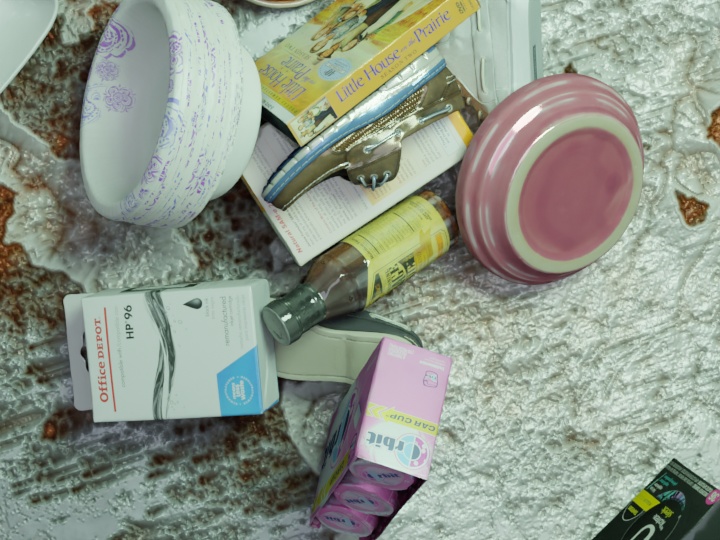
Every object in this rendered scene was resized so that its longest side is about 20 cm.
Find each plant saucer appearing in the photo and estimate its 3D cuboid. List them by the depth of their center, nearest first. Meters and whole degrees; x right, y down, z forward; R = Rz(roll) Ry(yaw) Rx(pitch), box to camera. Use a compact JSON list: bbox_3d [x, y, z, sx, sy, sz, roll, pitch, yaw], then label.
[{"bbox_3d":[0.183,-0.076,1.246,0.199,0.051,0.202,-12,116,-24],"label":"plant saucer"}]

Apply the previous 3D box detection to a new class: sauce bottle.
[{"bbox_3d":[0.000,0.000,1.239,0.200,0.066,0.066,-34,97,-23],"label":"sauce bottle"}]

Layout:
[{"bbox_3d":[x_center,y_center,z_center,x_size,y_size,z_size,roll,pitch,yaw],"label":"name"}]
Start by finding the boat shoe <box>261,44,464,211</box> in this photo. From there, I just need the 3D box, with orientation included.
[{"bbox_3d":[0.006,-0.108,1.185,0.200,0.072,0.073,-39,99,-1],"label":"boat shoe"}]

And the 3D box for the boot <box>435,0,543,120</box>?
[{"bbox_3d":[0.118,-0.172,1.275,0.095,0.074,0.202,3,105,21],"label":"boot"}]

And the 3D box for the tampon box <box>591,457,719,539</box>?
[{"bbox_3d":[0.284,0.302,1.277,0.200,0.150,0.126,-45,97,-1],"label":"tampon box"}]

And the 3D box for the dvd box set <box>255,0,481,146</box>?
[{"bbox_3d":[-0.008,-0.198,1.207,0.200,0.146,0.029,-38,122,-6],"label":"dvd box set"}]

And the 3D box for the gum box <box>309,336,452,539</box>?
[{"bbox_3d":[0.013,0.156,1.211,0.066,0.200,0.114,18,60,-6],"label":"gum box"}]

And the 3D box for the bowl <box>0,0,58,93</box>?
[{"bbox_3d":[-0.385,-0.225,1.177,0.200,0.075,0.200,-51,138,-6],"label":"bowl"}]

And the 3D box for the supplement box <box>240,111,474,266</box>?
[{"bbox_3d":[-0.009,-0.111,1.257,0.199,0.074,0.126,-32,96,-2],"label":"supplement box"}]

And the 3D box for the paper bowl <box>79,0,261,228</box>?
[{"bbox_3d":[-0.160,-0.136,1.185,0.104,0.200,0.202,8,94,-34],"label":"paper bowl"}]

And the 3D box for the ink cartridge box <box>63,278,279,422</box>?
[{"bbox_3d":[-0.181,0.073,1.236,0.198,0.068,0.117,-4,95,10],"label":"ink cartridge box"}]

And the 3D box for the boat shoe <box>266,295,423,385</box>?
[{"bbox_3d":[-0.036,0.062,1.277,0.199,0.063,0.073,13,112,12],"label":"boat shoe"}]

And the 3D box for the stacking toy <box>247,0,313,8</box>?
[{"bbox_3d":[-0.065,-0.309,1.173,0.145,0.200,0.147,0,94,-6],"label":"stacking toy"}]
